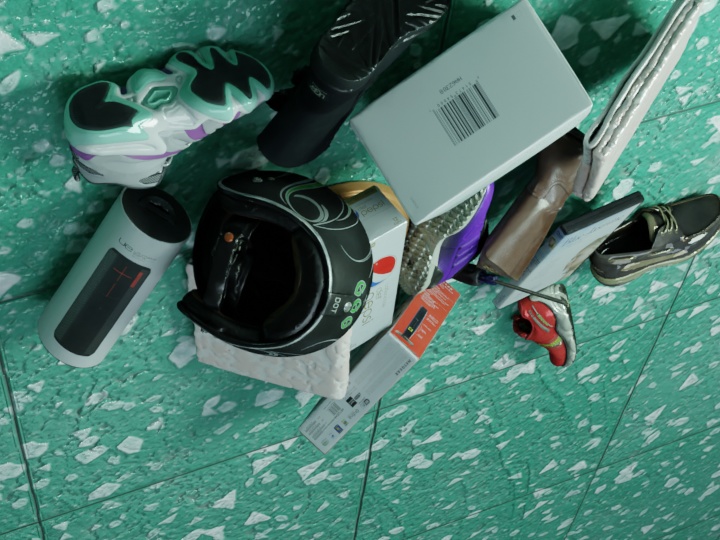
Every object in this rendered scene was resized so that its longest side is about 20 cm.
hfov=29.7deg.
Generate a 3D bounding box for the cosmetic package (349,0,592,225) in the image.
[{"bbox_3d":[0.114,-0.150,1.330,0.198,0.124,0.200,-33,180,11],"label":"cosmetic package"}]

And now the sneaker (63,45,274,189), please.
[{"bbox_3d":[-0.181,-0.131,1.269,0.198,0.078,0.140,-14,154,-19],"label":"sneaker"}]

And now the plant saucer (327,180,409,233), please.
[{"bbox_3d":[-0.031,-0.022,1.562,0.198,0.038,0.201,-20,147,-13],"label":"plant saucer"}]

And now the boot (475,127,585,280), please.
[{"bbox_3d":[0.191,-0.081,1.571,0.201,0.064,0.186,-51,146,9],"label":"boot"}]

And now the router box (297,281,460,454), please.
[{"bbox_3d":[0.025,0.112,1.689,0.200,0.049,0.180,-48,-179,32],"label":"router box"}]

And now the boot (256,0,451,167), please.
[{"bbox_3d":[-0.010,-0.196,1.271,0.200,0.076,0.168,-51,-176,-34],"label":"boot"}]

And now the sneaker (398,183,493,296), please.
[{"bbox_3d":[0.118,-0.056,1.604,0.099,0.070,0.201,-12,149,-36],"label":"sneaker"}]

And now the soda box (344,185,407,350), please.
[{"bbox_3d":[0.000,0.000,1.510,0.068,0.064,0.201,-29,151,-23],"label":"soda box"}]

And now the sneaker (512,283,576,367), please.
[{"bbox_3d":[0.256,0.076,1.905,0.084,0.078,0.201,-9,149,10],"label":"sneaker"}]

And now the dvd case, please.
[{"bbox_3d":[0.264,-0.025,1.734,0.142,0.018,0.200,-22,161,-32],"label":"dvd case"}]

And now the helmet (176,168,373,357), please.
[{"bbox_3d":[-0.084,-0.008,1.361,0.199,0.201,0.191,-34,180,12],"label":"helmet"}]

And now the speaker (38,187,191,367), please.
[{"bbox_3d":[-0.252,0.006,1.384,0.081,0.082,0.200,6,135,-42],"label":"speaker"}]

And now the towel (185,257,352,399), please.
[{"bbox_3d":[-0.101,0.063,1.542,0.189,0.032,0.201,14,144,8],"label":"towel"}]

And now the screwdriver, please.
[{"bbox_3d":[0.179,0.015,1.651,0.029,0.199,0.028,-33,123,-37],"label":"screwdriver"}]

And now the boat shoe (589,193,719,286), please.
[{"bbox_3d":[0.398,-0.046,1.811,0.199,0.075,0.073,-30,149,2],"label":"boat shoe"}]

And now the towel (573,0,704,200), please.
[{"bbox_3d":[0.288,-0.181,1.432,0.201,0.032,0.191,-57,170,-5],"label":"towel"}]
